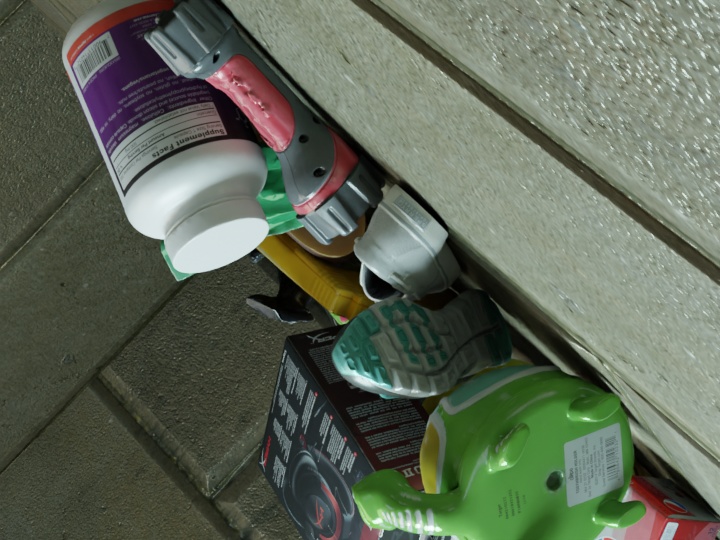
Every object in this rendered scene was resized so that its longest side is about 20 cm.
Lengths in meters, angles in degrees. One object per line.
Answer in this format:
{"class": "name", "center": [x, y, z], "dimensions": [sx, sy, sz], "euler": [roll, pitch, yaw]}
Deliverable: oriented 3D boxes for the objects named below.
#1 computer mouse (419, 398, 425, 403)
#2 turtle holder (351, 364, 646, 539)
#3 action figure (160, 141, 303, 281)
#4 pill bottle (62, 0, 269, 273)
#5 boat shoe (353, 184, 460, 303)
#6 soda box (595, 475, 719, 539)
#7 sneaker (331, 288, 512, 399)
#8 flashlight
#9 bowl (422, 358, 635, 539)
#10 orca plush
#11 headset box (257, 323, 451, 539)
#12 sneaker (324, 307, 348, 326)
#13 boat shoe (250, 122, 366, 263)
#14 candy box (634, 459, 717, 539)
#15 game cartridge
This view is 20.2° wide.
{"class": "computer mouse", "center": [0.047, 0.121, 1.804], "dimensions": [0.199, 0.053, 0.138], "euler": [31, 180, -8]}
{"class": "turtle holder", "center": [0.099, 0.146, 1.429], "dimensions": [0.141, 0.186, 0.132], "euler": [52, 166, -32]}
{"class": "action figure", "center": [-0.076, -0.064, 1.557], "dimensions": [0.199, 0.054, 0.119], "euler": [-10, 91, 44]}
{"class": "pill bottle", "center": [-0.140, -0.104, 1.503], "dimensions": [0.201, 0.112, 0.112], "euler": [65, -176, 19]}
{"class": "boat shoe", "center": [0.029, -0.005, 1.481], "dimensions": [0.072, 0.069, 0.200], "euler": [44, 176, 5]}
{"class": "soda box", "center": [0.194, 0.257, 1.530], "dimensions": [0.063, 0.201, 0.070], "euler": [10, -161, -38]}
{"class": "sneaker", "center": [0.031, 0.067, 1.474], "dimensions": [0.199, 0.091, 0.078], "euler": [-2, -114, -56]}
{"class": "flashlight", "center": [-0.070, -0.109, 1.435], "dimensions": [0.200, 0.068, 0.068], "euler": [45, 175, -17]}
{"class": "bowl", "center": [0.109, 0.180, 1.602], "dimensions": [0.199, 0.108, 0.201], "euler": [23, 134, 26]}
{"class": "orca plush", "center": [-0.064, -0.037, 1.811], "dimensions": [0.104, 0.200, 0.072], "euler": [0, 125, 24]}
{"class": "headset box", "center": [0.004, 0.163, 1.572], "dimensions": [0.200, 0.075, 0.149], "euler": [54, 144, 38]}
{"class": "sneaker", "center": [-0.009, 0.022, 1.845], "dimensions": [0.200, 0.076, 0.084], "euler": [-108, 1, -59]}
{"class": "boat shoe", "center": [-0.061, -0.083, 1.636], "dimensions": [0.200, 0.070, 0.070], "euler": [52, 172, 18]}
{"class": "candy box", "center": [0.220, 0.192, 1.681], "dimensions": [0.200, 0.057, 0.117], "euler": [43, 175, 3]}
{"class": "game cartridge", "center": [0.000, 0.000, 1.685], "dimensions": [0.175, 0.033, 0.200], "euler": [15, -164, -40]}
